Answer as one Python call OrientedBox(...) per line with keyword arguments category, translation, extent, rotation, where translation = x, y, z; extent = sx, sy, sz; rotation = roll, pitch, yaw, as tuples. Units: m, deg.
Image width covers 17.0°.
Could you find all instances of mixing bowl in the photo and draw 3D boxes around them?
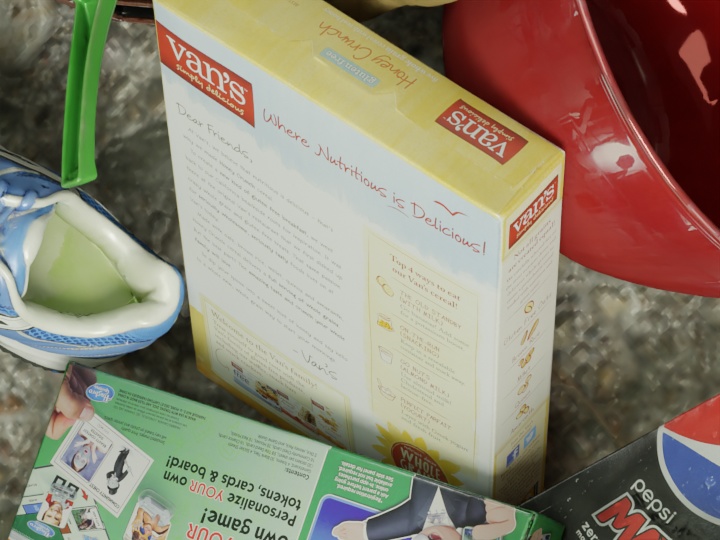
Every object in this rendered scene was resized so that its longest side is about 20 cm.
OrientedBox(category="mixing bowl", translation=(0.099, -0.072, 0.789), extent=(0.108, 0.199, 0.202), rotation=(-23, 76, 44))

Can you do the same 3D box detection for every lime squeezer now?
OrientedBox(category="lime squeezer", translation=(-0.110, -0.129, 0.816), extent=(0.038, 0.070, 0.202), rotation=(-16, 92, 46))

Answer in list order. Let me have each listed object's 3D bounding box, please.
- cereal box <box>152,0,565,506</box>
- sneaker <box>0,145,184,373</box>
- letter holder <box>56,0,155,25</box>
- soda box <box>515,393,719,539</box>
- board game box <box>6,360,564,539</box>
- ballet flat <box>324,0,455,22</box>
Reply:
OrientedBox(category="cereal box", translation=(0.000, 0.000, 0.809), extent=(0.143, 0.201, 0.040), rotation=(34, 59, 24))
OrientedBox(category="sneaker", translation=(-0.148, -0.025, 0.850), extent=(0.077, 0.199, 0.076), rotation=(-5, 65, 56))
OrientedBox(category="letter holder", translation=(-0.042, -0.194, 0.891), extent=(0.141, 0.100, 0.202), rotation=(7, 88, 20))
OrientedBox(category="soda box", translation=(0.145, 0.069, 0.804), extent=(0.199, 0.071, 0.064), rotation=(-31, 72, 17))
OrientedBox(category="board game box", translation=(-0.041, 0.121, 0.828), extent=(0.199, 0.029, 0.136), rotation=(16, 83, 31))
OrientedBox(category="ballet flat", translation=(0.009, -0.113, 0.724), extent=(0.063, 0.200, 0.069), rotation=(19, 77, -18))
